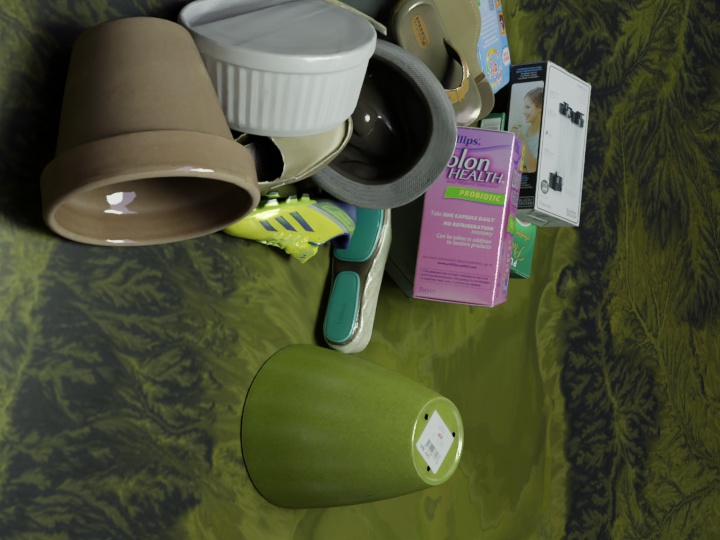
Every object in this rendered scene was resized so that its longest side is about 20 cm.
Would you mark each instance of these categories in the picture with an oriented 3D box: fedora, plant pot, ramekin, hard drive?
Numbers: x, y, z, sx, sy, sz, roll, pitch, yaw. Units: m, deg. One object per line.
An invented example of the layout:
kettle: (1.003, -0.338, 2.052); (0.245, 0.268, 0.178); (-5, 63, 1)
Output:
fedora: (0.008, -0.165, 1.512); (0.200, 0.090, 0.177); (37, 93, -1)
plant pot: (-0.200, -0.133, 1.252); (0.200, 0.200, 0.175); (12, 64, -50)
plant pot: (0.006, 0.179, 1.475); (0.187, 0.200, 0.187); (-2, 93, -50)
ramekin: (-0.087, -0.208, 1.366); (0.202, 0.202, 0.094); (-27, 133, -47)
hard drive: (0.076, -0.083, 1.690); (0.132, 0.026, 0.200); (49, 54, -39)

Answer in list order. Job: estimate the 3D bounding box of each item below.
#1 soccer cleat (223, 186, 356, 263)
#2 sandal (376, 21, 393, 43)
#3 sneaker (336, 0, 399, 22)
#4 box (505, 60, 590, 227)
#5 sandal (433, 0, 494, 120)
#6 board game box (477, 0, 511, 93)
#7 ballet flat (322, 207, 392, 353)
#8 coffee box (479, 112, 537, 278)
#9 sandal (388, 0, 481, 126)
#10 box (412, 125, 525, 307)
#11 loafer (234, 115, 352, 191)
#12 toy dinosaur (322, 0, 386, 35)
soccer cleat: (-0.074, -0.046, 1.481); (0.200, 0.065, 0.084); (-9, 104, -49)
sandal: (0.008, -0.221, 1.589); (0.082, 0.050, 0.203); (-9, 91, -34)
sneaker: (-0.016, -0.373, 1.540); (0.075, 0.106, 0.200); (81, -10, -76)
box: (0.246, -0.166, 1.797); (0.117, 0.060, 0.200); (14, 79, -49)
sandal: (0.106, -0.275, 1.616); (0.212, 0.078, 0.070); (67, -1, -46)
board game box: (0.149, -0.328, 1.728); (0.151, 0.037, 0.200); (-43, 123, -64)
ballet flat: (0.000, 0.000, 1.576); (0.062, 0.067, 0.200); (26, 77, -58)
coffee box: (0.194, -0.099, 1.816); (0.123, 0.044, 0.200); (21, 74, -49)
sandal: (0.092, -0.231, 1.548); (0.080, 0.054, 0.200); (-41, 135, -11)
box: (0.131, -0.062, 1.597); (0.176, 0.097, 0.200); (1, 95, -79)
loafer: (-0.086, -0.122, 1.410); (0.200, 0.067, 0.076); (-32, 97, -22)
toy dinosaur: (-0.063, -0.315, 1.477); (0.200, 0.047, 0.088); (7, 81, -23)
